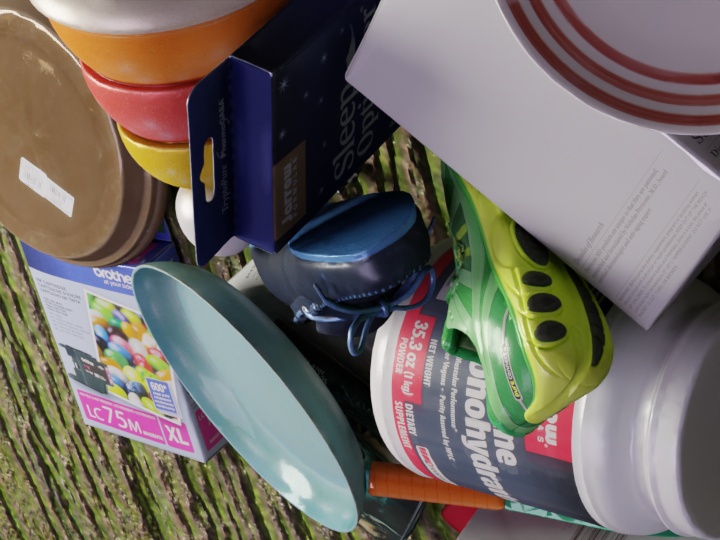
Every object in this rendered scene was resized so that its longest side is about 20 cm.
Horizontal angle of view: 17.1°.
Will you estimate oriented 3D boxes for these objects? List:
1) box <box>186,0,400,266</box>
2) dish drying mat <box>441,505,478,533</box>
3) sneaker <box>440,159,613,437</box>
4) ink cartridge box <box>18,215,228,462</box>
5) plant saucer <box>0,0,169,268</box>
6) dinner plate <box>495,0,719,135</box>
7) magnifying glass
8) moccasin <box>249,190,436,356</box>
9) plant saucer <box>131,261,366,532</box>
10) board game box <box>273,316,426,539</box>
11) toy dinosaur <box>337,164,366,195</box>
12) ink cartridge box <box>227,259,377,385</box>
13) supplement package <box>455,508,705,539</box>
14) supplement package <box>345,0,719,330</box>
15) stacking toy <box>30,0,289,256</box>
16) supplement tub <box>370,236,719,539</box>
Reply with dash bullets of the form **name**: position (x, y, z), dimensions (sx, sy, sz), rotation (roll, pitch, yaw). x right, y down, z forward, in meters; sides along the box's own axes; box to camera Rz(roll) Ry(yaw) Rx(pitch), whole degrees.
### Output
- **box**: position (-0.019, -0.094, 1.230), dimensions (0.032, 0.200, 0.122), rotation (25, 139, 23)
- **dish drying mat**: position (0.112, 0.124, 1.459), dimensions (0.077, 0.018, 0.200), rotation (39, 144, 8)
- **sneaker**: position (0.066, 0.003, 1.213), dimensions (0.074, 0.201, 0.084), rotation (25, 121, -27)
- **ink cartridge box**: position (-0.163, 0.032, 1.626), dimensions (0.119, 0.042, 0.201), rotation (14, 131, 35)
- **plant saucer**: position (-0.201, -0.091, 1.525), dimensions (0.199, 0.029, 0.201), rotation (23, 127, 33)
- **dinner plate**: position (0.152, -0.161, 1.066), dimensions (0.199, 0.024, 0.202), rotation (1, 93, 15)
- **magnifying glass**: position (0.104, 0.129, 1.371), dimensions (0.199, 0.080, 0.023), rotation (4, 96, 3)
- **moccasin**: position (0.000, 0.000, 1.264), dimensions (0.068, 0.080, 0.200), rotation (65, 169, -8)
- **plant saucer**: position (-0.061, 0.069, 1.408), dimensions (0.200, 0.027, 0.200), rotation (44, 162, 18)
- **board game box**: position (-0.013, 0.107, 1.497), dimensions (0.135, 0.028, 0.200), rotation (36, 161, 7)
- **toy dinosaur**: position (-0.053, -0.072, 1.415), dimensions (0.088, 0.047, 0.200), rotation (47, 155, -12)
- **ink cartridge box**: position (-0.011, 0.047, 1.471), dimensions (0.162, 0.057, 0.200), rotation (41, 165, -15)
- **supplement package**: position (0.150, 0.263, 1.426), dimensions (0.190, 0.147, 0.201), rotation (6, 133, 39)
- **supplement package**: position (0.115, -0.096, 1.163), dimensions (0.200, 0.121, 0.120), rotation (39, 143, 8)
- **stacking toy**: position (-0.088, -0.095, 1.261), dimensions (0.146, 0.146, 0.201), rotation (18, 134, 32)
- **supplement tub**: position (0.118, 0.062, 1.291), dimensions (0.199, 0.140, 0.141), rotation (12, 132, 37)
